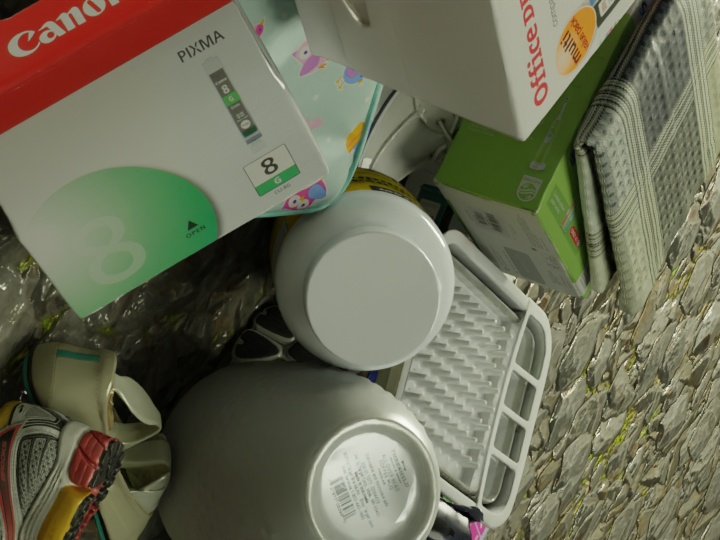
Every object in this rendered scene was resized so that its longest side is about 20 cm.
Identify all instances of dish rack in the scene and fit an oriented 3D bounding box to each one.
[{"bbox_3d":[0.067,0.079,1.404,0.200,0.043,0.173,41,60,-52],"label":"dish rack"}]

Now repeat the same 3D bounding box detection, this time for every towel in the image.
[{"bbox_3d":[0.205,-0.094,1.378,0.193,0.034,0.200,-59,149,-29],"label":"towel"}]

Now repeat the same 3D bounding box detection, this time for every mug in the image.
[{"bbox_3d":[-0.027,0.156,1.210,0.147,0.175,0.201,-11,93,-26],"label":"mug"}]

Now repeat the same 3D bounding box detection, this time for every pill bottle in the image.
[{"bbox_3d":[0.000,0.000,1.230,0.200,0.111,0.113,-116,-131,-79],"label":"pill bottle"}]

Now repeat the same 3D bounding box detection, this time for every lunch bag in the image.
[{"bbox_3d":[-0.054,-0.125,1.117,0.160,0.077,0.201,-8,128,-42],"label":"lunch bag"}]

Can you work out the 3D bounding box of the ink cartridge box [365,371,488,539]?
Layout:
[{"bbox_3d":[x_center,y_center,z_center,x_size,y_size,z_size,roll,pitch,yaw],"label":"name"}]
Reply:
[{"bbox_3d":[0.042,0.157,1.453,0.120,0.042,0.201,-58,139,-37],"label":"ink cartridge box"}]

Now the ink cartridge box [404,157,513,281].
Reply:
[{"bbox_3d":[0.071,-0.018,1.483,0.116,0.067,0.201,8,106,-60],"label":"ink cartridge box"}]

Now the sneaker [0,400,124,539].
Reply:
[{"bbox_3d":[-0.209,0.155,1.144,0.201,0.082,0.078,-61,177,27],"label":"sneaker"}]

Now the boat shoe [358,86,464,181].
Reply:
[{"bbox_3d":[0.056,-0.113,1.375,0.200,0.065,0.072,-47,148,-31],"label":"boat shoe"}]

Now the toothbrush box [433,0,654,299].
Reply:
[{"bbox_3d":[0.148,-0.104,1.382,0.201,0.086,0.146,-62,151,-13],"label":"toothbrush box"}]

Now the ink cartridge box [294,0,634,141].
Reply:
[{"bbox_3d":[0.070,-0.200,1.003,0.200,0.144,0.148,-51,148,-22],"label":"ink cartridge box"}]

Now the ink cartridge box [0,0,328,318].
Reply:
[{"bbox_3d":[-0.122,-0.083,0.998,0.160,0.050,0.200,-30,140,0],"label":"ink cartridge box"}]

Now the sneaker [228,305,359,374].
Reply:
[{"bbox_3d":[-0.071,0.096,1.348,0.200,0.081,0.084,-42,163,-21],"label":"sneaker"}]

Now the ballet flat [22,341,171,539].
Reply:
[{"bbox_3d":[-0.148,0.110,1.192,0.070,0.069,0.200,-51,151,-24],"label":"ballet flat"}]

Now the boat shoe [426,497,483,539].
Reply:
[{"bbox_3d":[0.010,0.207,1.378,0.200,0.092,0.075,-43,-148,55],"label":"boat shoe"}]
